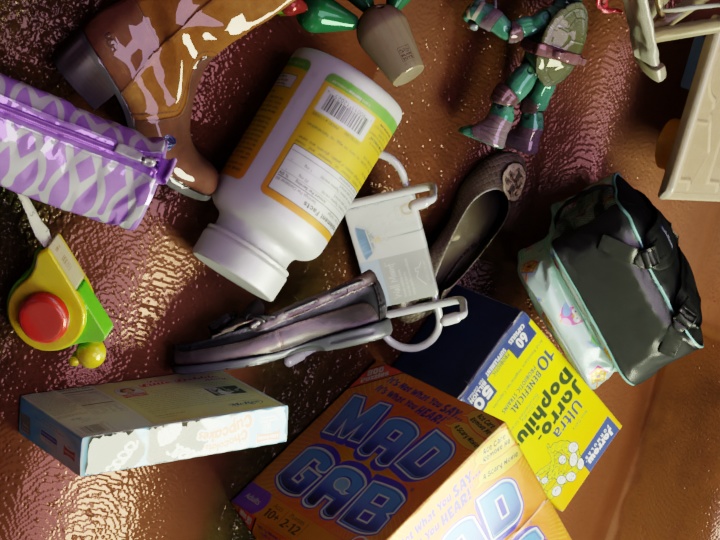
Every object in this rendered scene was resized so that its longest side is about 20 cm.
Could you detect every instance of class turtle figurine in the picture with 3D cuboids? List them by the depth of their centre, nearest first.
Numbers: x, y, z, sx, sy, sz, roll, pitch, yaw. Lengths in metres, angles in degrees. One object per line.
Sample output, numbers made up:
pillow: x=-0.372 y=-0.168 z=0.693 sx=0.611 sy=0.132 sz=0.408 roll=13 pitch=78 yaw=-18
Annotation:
turtle figurine: x=0.162 y=-0.212 z=1.802 sx=0.149 sy=0.100 sz=0.202 roll=12 pitch=102 yaw=-38

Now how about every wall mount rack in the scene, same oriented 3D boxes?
wall mount rack: x=0.000 y=0.000 z=1.753 sx=0.172 sy=0.075 sz=0.202 roll=-13 pitch=109 yaw=8

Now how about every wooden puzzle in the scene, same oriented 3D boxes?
wooden puzzle: x=0.356 y=-0.164 z=1.960 sx=0.199 sy=0.046 sz=0.187 roll=-5 pitch=113 yaw=-61

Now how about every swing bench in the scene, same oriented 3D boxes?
swing bench: x=0.320 y=-0.317 z=1.793 sx=0.198 sy=0.130 sz=0.200 roll=-20 pitch=131 yaw=-2

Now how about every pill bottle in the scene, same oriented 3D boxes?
pill bottle: x=-0.059 y=-0.080 z=1.661 sx=0.111 sy=0.111 sz=0.201 roll=37 pitch=81 yaw=-38

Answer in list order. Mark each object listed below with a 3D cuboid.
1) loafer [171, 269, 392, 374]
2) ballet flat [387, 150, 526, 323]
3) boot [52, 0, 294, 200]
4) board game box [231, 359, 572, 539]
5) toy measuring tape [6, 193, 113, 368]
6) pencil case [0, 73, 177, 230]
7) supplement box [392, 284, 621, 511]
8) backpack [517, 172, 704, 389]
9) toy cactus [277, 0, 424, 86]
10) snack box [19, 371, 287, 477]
loafer: x=-0.073 y=0.046 z=1.701 sx=0.198 sy=0.072 sz=0.064 roll=-11 pitch=94 yaw=-9
ballet flat: x=0.100 y=-0.029 z=1.836 sx=0.200 sy=0.046 sz=0.067 roll=-50 pitch=127 yaw=-14
boot: x=-0.122 y=-0.177 z=1.584 sx=0.200 sy=0.069 sz=0.189 roll=-40 pitch=113 yaw=3
board game box: x=0.045 y=0.244 z=1.778 sx=0.200 sy=0.199 sz=0.201 roll=-43 pitch=124 yaw=-18
toy measuring tape: x=-0.271 y=-0.003 z=1.566 sx=0.073 sy=0.073 sz=0.201 roll=-36 pitch=106 yaw=-22
pencil case: x=-0.244 y=-0.097 z=1.500 sx=0.198 sy=0.085 sz=0.085 roll=19 pitch=74 yaw=-19
supplement box: x=0.143 y=0.124 z=1.874 sx=0.109 sy=0.109 sz=0.200 roll=-52 pitch=128 yaw=-12
backpack: x=0.241 y=0.005 z=1.859 sx=0.152 sy=0.200 sz=0.177 roll=-30 pitch=103 yaw=21
toy cactus: x=0.007 y=-0.239 z=1.639 sx=0.199 sy=0.102 sz=0.166 roll=-22 pitch=76 yaw=-34
snack box: x=-0.174 y=0.126 z=1.634 sx=0.198 sy=0.116 sz=0.038 roll=-6 pitch=108 yaw=-35
